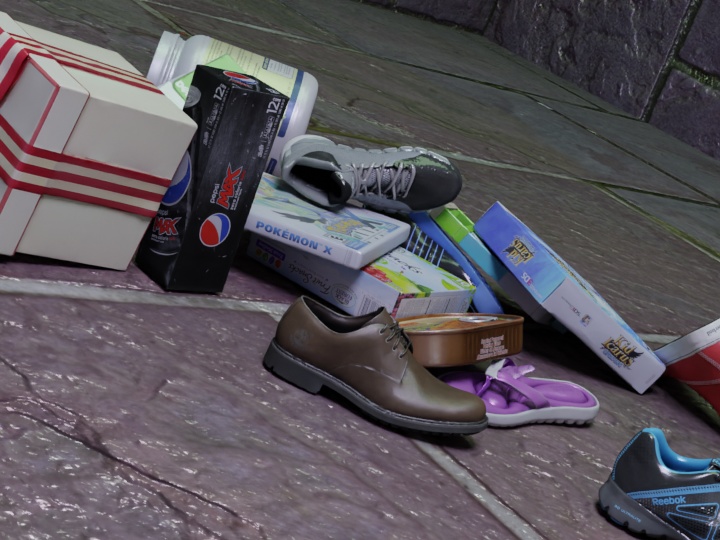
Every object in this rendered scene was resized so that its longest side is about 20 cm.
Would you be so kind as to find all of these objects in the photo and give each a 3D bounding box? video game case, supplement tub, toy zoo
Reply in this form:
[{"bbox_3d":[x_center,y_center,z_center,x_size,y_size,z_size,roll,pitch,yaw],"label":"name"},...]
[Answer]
[{"bbox_3d":[0.227,0.026,1.602,0.181,0.045,0.200,38,9,-30],"label":"video game case"},{"bbox_3d":[-0.165,-0.202,1.791,0.199,0.145,0.145,19,16,-8],"label":"supplement tub"},{"bbox_3d":[-0.056,-0.055,1.496,0.182,0.022,0.200,20,15,12],"label":"video game case"},{"bbox_3d":[0.162,-0.001,1.662,0.200,0.020,0.131,45,9,5],"label":"toy zoo"}]

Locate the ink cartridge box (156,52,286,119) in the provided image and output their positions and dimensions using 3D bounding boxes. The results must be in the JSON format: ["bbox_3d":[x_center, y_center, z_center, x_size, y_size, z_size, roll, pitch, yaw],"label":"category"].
[{"bbox_3d":[-0.187,-0.131,1.482,0.200,0.059,0.104,-32,69,-29],"label":"ink cartridge box"}]

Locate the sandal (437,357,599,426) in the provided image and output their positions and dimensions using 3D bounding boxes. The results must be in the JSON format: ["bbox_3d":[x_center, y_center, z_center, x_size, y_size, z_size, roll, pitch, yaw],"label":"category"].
[{"bbox_3d":[0.148,0.106,1.370,0.202,0.050,0.082,6,22,-42],"label":"sandal"}]

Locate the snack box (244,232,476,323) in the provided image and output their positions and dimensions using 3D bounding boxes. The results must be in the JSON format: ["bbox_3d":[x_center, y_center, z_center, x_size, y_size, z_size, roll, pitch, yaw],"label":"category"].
[{"bbox_3d":[0.000,0.000,1.517,0.200,0.053,0.142,29,17,31],"label":"snack box"}]

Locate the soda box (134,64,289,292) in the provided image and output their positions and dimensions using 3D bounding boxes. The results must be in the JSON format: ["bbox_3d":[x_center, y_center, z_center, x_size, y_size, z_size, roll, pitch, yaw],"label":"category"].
[{"bbox_3d":[-0.139,-0.083,1.346,0.071,0.201,0.063,6,21,-43],"label":"soda box"}]

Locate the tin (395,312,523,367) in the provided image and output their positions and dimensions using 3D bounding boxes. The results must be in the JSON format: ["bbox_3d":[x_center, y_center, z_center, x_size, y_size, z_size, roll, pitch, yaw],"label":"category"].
[{"bbox_3d":[0.077,0.064,1.373,0.112,0.042,0.200,7,7,34],"label":"tin"}]

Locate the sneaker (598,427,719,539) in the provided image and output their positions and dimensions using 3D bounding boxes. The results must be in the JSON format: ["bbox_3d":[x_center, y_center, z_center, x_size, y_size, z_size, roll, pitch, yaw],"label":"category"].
[{"bbox_3d":[0.296,0.203,1.193,0.199,0.082,0.073,27,15,13],"label":"sneaker"}]

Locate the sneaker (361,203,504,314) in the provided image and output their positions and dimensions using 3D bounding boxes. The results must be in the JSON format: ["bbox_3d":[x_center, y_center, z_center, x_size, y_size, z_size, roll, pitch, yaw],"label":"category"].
[{"bbox_3d":[0.073,-0.007,1.620,0.200,0.078,0.070,50,6,17],"label":"sneaker"}]

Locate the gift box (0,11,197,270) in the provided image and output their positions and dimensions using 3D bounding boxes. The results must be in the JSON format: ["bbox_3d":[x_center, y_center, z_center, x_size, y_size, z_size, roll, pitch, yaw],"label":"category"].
[{"bbox_3d":[-0.296,-0.117,1.313,0.186,0.185,0.200,11,19,-49],"label":"gift box"}]

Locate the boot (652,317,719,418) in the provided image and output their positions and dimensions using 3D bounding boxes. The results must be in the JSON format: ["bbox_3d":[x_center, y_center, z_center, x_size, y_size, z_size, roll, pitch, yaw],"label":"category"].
[{"bbox_3d":[0.382,0.133,1.572,0.145,0.072,0.200,62,-7,6],"label":"boot"}]

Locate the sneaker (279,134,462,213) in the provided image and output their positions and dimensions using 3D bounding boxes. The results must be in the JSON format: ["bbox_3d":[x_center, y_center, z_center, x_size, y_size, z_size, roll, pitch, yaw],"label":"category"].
[{"bbox_3d":[0.008,-0.089,1.539,0.199,0.075,0.116,7,18,1],"label":"sneaker"}]

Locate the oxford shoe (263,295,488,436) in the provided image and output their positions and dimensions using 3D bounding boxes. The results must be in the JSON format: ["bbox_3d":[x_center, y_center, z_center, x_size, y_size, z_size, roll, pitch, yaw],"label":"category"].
[{"bbox_3d":[0.022,0.080,1.242,0.199,0.085,0.073,23,14,1],"label":"oxford shoe"}]
